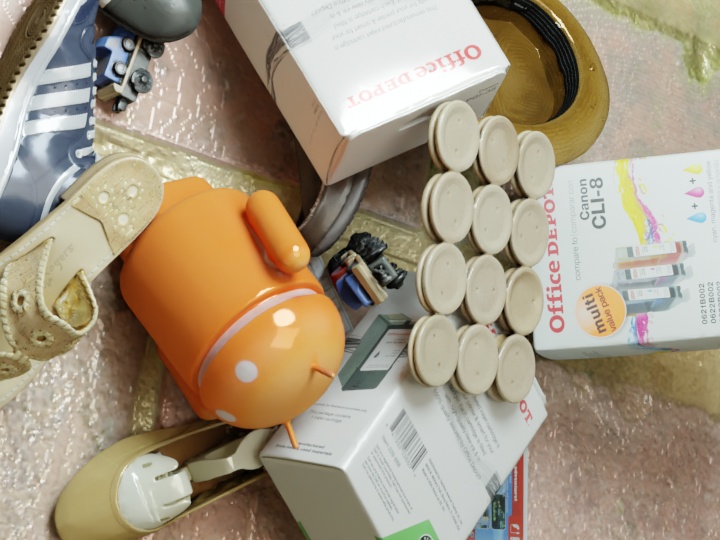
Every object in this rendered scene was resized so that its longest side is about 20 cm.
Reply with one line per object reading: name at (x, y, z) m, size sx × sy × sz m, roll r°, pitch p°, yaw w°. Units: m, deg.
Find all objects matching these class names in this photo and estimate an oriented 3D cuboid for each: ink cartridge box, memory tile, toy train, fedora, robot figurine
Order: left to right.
toy train at (-0.151, -0.207, 1.542) m, size 0.046 × 0.034 × 0.202 m, roll 26°, pitch 69°, yaw -28°
robot figurine at (-0.087, 0.024, 1.476) m, size 0.144 × 0.200 × 0.117 m, roll -40°, pitch 156°, yaw 2°
ink cartridge box at (-0.008, -0.181, 1.551) m, size 0.146 × 0.083 × 0.201 m, roll -24°, pitch 73°, yaw -21°
toy train at (0.000, 0.000, 1.534) m, size 0.046 × 0.200 × 0.034 m, roll -36°, pitch 96°, yaw -2°
ink cartridge box at (0.036, 0.118, 1.558) m, size 0.200 × 0.084 × 0.147 m, roll -52°, pitch 129°, yaw -34°
memory tile at (0.087, -0.011, 1.531) m, size 0.153 × 0.017 × 0.202 m, roll 13°, pitch 81°, yaw -51°
fedora at (0.100, -0.148, 1.679) m, size 0.199 × 0.082 × 0.202 m, roll 17°, pitch 53°, yaw -24°
ink cartridge box at (0.231, -0.010, 1.681) m, size 0.145 × 0.198 × 0.147 m, roll 20°, pitch 65°, yaw -77°

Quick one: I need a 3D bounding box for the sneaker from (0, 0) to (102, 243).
sneaker at (-0.197, -0.104, 1.469) m, size 0.108 × 0.070 × 0.201 m, roll 29°, pitch 74°, yaw -26°

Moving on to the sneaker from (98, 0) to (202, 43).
sneaker at (-0.171, -0.248, 1.479) m, size 0.074 × 0.088 × 0.201 m, roll -38°, pitch 98°, yaw -24°

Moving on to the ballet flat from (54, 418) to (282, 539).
ballet flat at (-0.122, 0.137, 1.500) m, size 0.199 × 0.063 × 0.069 m, roll -26°, pitch 102°, yaw -36°

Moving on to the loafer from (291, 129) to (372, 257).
loafer at (-0.027, -0.108, 1.610) m, size 0.070 × 0.073 × 0.202 m, roll 16°, pitch 71°, yaw -14°

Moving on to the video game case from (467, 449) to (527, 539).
video game case at (0.053, 0.137, 1.653) m, size 0.199 × 0.017 × 0.144 m, roll 10°, pitch 77°, yaw -39°

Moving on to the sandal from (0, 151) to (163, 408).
sandal at (-0.201, 0.014, 1.403) m, size 0.078 × 0.070 × 0.212 m, roll 41°, pitch 85°, yaw -26°

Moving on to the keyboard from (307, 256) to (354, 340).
keyboard at (-0.018, 0.071, 1.621) m, size 0.056 × 0.011 × 0.201 m, roll -32°, pitch 103°, yaw -36°
